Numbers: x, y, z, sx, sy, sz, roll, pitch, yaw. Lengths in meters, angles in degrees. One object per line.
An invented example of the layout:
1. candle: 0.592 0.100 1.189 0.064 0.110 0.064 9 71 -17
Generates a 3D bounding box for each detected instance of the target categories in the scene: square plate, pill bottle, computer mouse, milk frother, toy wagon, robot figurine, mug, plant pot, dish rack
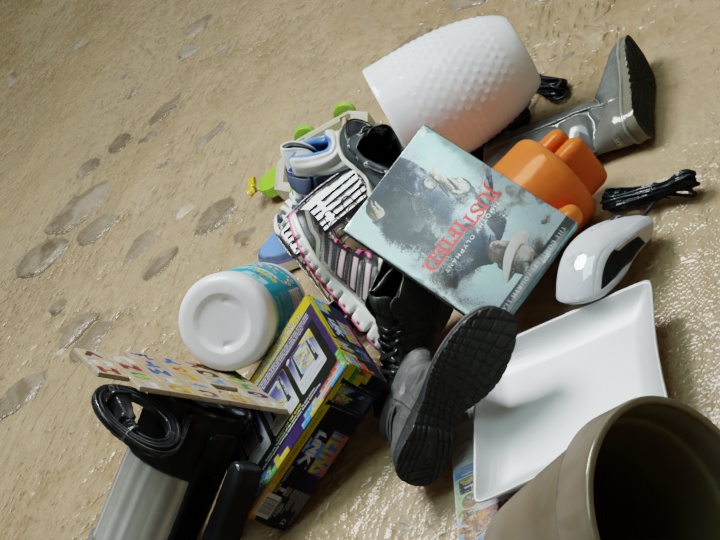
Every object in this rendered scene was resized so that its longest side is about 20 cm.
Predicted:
1. square plate: 0.195 0.116 1.352 0.198 0.028 0.200 -25 34 23
2. pill bottle: -0.127 0.049 1.681 0.111 0.111 0.200 -31 -3 14
3. computer mouse: 0.152 -0.189 1.799 0.200 0.046 0.140 -45 33 -6
4. milk frother: -0.222 0.213 1.488 0.180 0.200 0.189 32 101 59
5. toy wagon: -0.068 -0.149 1.994 0.200 0.040 0.155 -28 33 21
6. robot figurine: 0.170 -0.059 1.551 0.200 0.117 0.144 -45 67 -5
7. mug: 0.115 -0.215 1.711 0.175 0.148 0.200 -30 0 5
8. plant pot: 0.192 0.217 1.133 0.173 0.200 0.200 -30 29 46
9. computer mouse: 0.256 -0.039 1.460 0.109 0.044 0.200 -6 31 44
10. dish rack: -0.013 -0.036 1.721 0.153 0.055 0.200 -39 55 1

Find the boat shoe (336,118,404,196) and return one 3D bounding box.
1. boat shoe: 0.023 -0.139 1.714 0.200 0.074 0.066 -109 27 -53

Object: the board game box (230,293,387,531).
1. board game box: -0.069 0.150 1.547 0.200 0.057 0.165 -56 28 13

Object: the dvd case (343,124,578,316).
1. dvd case: 0.101 -0.043 1.487 0.200 0.022 0.146 36 83 20

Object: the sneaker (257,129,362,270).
1. sneaker: -0.079 -0.098 1.837 0.200 0.147 0.081 -31 32 14

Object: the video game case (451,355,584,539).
1. video game case: 0.152 0.179 1.365 0.143 0.018 0.200 -27 33 20

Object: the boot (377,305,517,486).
1. boot: 0.074 0.102 1.428 0.200 0.070 0.132 -58 18 12

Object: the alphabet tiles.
1. alphabet tiles: -0.195 0.112 1.525 0.167 0.199 0.008 26 101 62

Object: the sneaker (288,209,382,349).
1. sneaker: 0.000 0.000 1.616 0.087 0.200 0.074 -39 -12 -3

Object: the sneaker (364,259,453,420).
1. sneaker: 0.037 0.055 1.531 0.060 0.104 0.200 6 66 48

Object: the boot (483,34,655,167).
1. boot: 0.239 -0.173 1.678 0.200 0.073 0.182 -27 31 34
